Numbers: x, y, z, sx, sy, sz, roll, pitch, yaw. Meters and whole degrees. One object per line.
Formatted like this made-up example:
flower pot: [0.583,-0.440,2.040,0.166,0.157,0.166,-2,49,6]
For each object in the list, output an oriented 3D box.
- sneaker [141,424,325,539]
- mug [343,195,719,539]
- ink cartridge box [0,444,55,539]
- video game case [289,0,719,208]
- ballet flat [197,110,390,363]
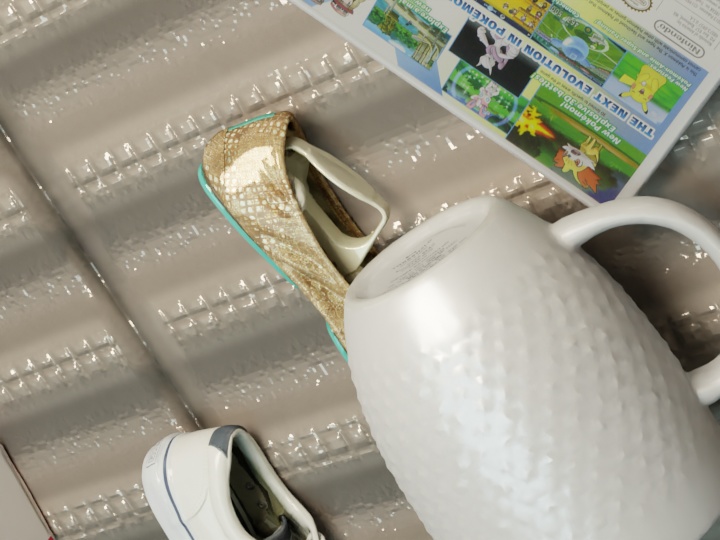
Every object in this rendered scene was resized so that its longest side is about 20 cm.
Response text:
sneaker: [-0.050,0.177,1.271,0.071,0.073,0.201,-19,111,39]
mug: [0.097,0.046,1.062,0.199,0.148,0.176,-33,104,10]
ink cartridge box: [-0.313,0.191,1.366,0.199,0.145,0.085,-12,116,32]
video game case: [0.082,-0.140,1.021,0.199,0.022,0.183,34,130,1]
ballet flat: [0.000,0.000,1.132,0.065,0.071,0.200,-35,106,24]
